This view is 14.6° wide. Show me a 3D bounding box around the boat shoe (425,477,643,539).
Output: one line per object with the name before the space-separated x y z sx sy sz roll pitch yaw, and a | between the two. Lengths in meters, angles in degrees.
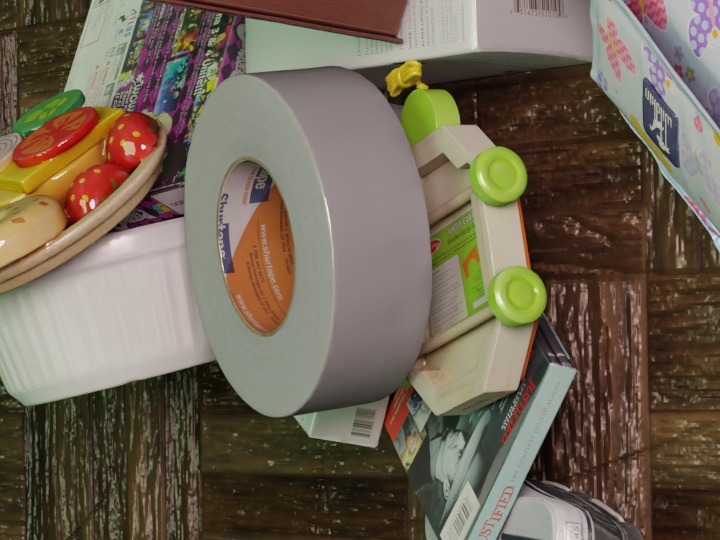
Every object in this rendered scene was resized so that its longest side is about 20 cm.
boat shoe | 0.099 0.157 1.638 0.200 0.071 0.073 18 93 68

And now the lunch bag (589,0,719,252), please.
lunch bag | 0.213 -0.119 1.488 0.170 0.127 0.200 59 134 30

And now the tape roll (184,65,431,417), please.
tape roll | -0.034 -0.017 1.638 0.200 0.066 0.202 24 118 60

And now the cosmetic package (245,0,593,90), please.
cosmetic package | 0.034 -0.156 1.683 0.199 0.112 0.082 -6 85 47

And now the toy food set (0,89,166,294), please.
toy food set | -0.212 -0.044 1.752 0.198 0.200 0.049 10 135 59

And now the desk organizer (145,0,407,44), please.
desk organizer | -0.057 -0.184 1.558 0.072 0.199 0.077 27 105 42

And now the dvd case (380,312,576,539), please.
dvd case | 0.063 0.065 1.659 0.200 0.022 0.147 -115 45 -58

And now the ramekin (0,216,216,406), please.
ramekin | -0.154 0.024 1.823 0.202 0.202 0.095 -14 90 45

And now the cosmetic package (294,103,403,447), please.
cosmetic package | 0.000 0.000 1.737 0.083 0.050 0.201 -134 55 -69

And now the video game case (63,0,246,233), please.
video game case | -0.135 -0.121 1.854 0.181 0.036 0.201 -15 53 45

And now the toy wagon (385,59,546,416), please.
toy wagon | 0.051 -0.023 1.598 0.155 0.039 0.201 -32 63 61
